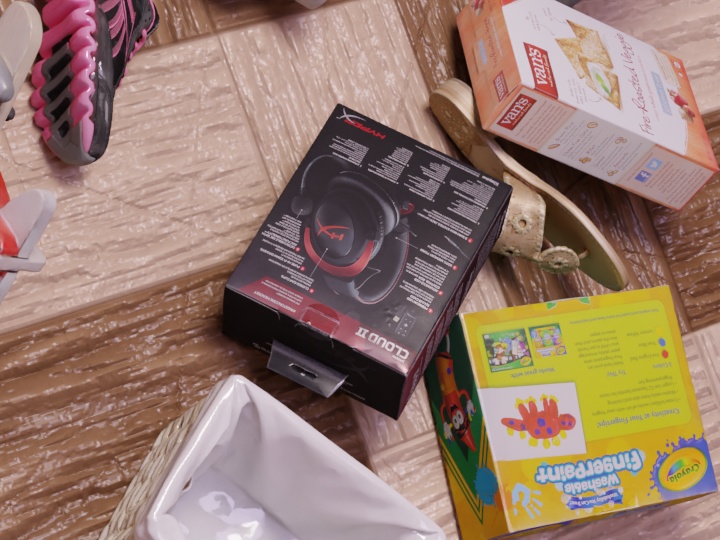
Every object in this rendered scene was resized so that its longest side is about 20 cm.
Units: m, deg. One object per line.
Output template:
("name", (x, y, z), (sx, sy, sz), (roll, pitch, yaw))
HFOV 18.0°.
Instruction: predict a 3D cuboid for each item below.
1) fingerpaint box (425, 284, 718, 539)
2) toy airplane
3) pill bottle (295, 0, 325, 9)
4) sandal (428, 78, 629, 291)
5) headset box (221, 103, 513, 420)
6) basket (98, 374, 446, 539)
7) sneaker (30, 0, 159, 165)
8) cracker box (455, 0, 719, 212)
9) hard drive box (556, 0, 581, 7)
("fingerpaint box", (0.157, 0.109, 1.734), (0.199, 0.073, 0.168), (-8, 79, -31))
("toy airplane", (-0.278, -0.061, 1.457), (0.141, 0.198, 0.202), (22, 67, -34))
("pill bottle", (-0.096, -0.279, 1.675), (0.199, 0.111, 0.112), (31, 63, -19))
("sandal", (0.111, -0.046, 1.756), (0.070, 0.078, 0.212), (-39, 86, -18))
("headset box", (0.000, 0.000, 1.641), (0.148, 0.075, 0.201), (25, 61, 9))
("basket", (-0.066, 0.188, 1.553), (0.200, 0.123, 0.136), (39, 60, -16))
("sneaker", (-0.181, -0.170, 1.625), (0.095, 0.079, 0.202), (11, 72, -39))
("cracker box", (0.178, -0.140, 1.788), (0.199, 0.058, 0.135), (20, 39, -28))
("hard drive box", (0.212, -0.313, 1.812), (0.077, 0.200, 0.156), (37, 60, -16))
